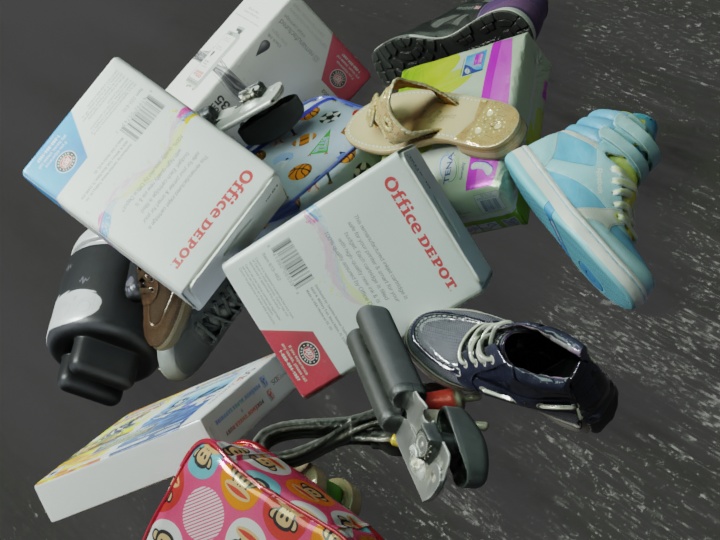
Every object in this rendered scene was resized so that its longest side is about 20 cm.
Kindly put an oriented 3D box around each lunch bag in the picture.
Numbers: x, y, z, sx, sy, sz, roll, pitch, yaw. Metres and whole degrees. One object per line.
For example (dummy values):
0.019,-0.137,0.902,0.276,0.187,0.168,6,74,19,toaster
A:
-0.085,0.248,1.112,0.199,0.082,0.177,32,99,31,lunch bag
-0.066,-0.098,1.436,0.200,0.076,0.160,-38,39,-22,lunch bag

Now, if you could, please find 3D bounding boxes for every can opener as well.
-0.154,-0.134,1.430,0.199,0.067,0.053,-24,25,18,can opener
0.047,0.108,1.149,0.200,0.066,0.054,-114,38,-48,can opener

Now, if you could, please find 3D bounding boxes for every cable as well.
0.009,0.126,1.184,0.198,0.051,0.098,2,44,3,cable

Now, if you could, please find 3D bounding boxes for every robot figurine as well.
-0.261,0.042,1.493,0.149,0.125,0.201,-10,51,22,robot figurine

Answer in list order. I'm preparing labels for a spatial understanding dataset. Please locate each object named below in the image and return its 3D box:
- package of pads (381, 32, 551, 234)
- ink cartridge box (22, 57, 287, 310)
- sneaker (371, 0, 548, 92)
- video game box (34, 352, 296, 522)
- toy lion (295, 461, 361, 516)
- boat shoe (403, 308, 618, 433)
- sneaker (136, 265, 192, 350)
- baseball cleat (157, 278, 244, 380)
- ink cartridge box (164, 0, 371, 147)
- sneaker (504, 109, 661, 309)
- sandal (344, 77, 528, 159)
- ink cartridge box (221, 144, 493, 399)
0.096,-0.124,1.357,0.154,0.068,0.201,-12,50,34,package of pads
-0.189,-0.080,1.315,0.200,0.085,0.145,36,81,13,ink cartridge box
0.108,-0.241,1.460,0.199,0.076,0.088,-9,32,36,sneaker
-0.177,0.153,1.309,0.199,0.047,0.182,-23,5,25,video game box
-0.090,0.263,1.210,0.199,0.069,0.193,-2,64,41,toy lion
0.111,0.062,1.135,0.199,0.093,0.075,18,70,32,boat shoe
-0.203,-0.024,1.388,0.070,0.075,0.201,-9,69,58,sneaker
-0.139,0.023,1.441,0.106,0.070,0.201,-1,58,41,baseball cleat
-0.110,-0.193,1.534,0.200,0.146,0.083,-49,37,-2,ink cartridge box
0.221,-0.066,1.194,0.130,0.080,0.200,-33,52,-1,sneaker
0.056,-0.154,1.305,0.211,0.070,0.078,12,64,41,sandal
0.000,0.000,1.269,0.199,0.146,0.083,-31,2,16,ink cartridge box
